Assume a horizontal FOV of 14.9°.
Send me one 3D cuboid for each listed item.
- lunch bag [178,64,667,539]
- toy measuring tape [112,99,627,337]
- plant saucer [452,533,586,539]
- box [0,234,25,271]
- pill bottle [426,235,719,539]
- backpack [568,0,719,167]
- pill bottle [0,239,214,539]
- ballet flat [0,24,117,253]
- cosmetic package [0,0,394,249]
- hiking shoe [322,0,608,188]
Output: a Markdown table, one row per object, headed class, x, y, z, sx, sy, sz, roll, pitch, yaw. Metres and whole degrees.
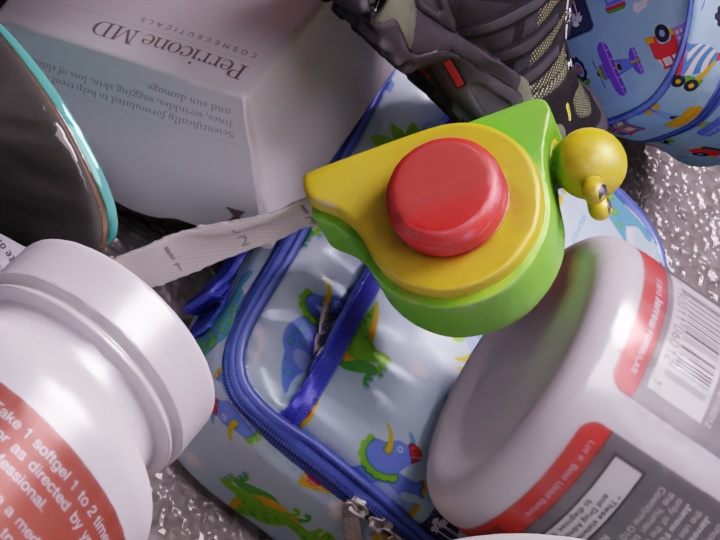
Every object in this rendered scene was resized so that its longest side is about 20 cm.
| class | x | y | z | sx | sy | sz | roll | pitch | yaw |
| --- | --- | --- | --- | --- | --- | --- | --- | --- | --- |
| lunch bag | 0.022 | 0.024 | 1.056 | 0.161 | 0.082 | 0.201 | 39 | 53 | -12 |
| toy measuring tape | 0.000 | 0.000 | 0.951 | 0.199 | 0.074 | 0.074 | -20 | 80 | 6 |
| plant saucer | 0.074 | 0.145 | 0.930 | 0.200 | 0.200 | 0.050 | 37 | 45 | -17 |
| box | -0.202 | -0.017 | 0.941 | 0.156 | 0.041 | 0.200 | 52 | 50 | -5 |
| pill bottle | 0.132 | 0.086 | 0.970 | 0.199 | 0.116 | 0.116 | 34 | 55 | -14 |
| backpack | 0.113 | -0.142 | 1.135 | 0.134 | 0.182 | 0.202 | -6 | 86 | -28 |
| pill bottle | -0.137 | 0.086 | 0.865 | 0.112 | 0.112 | 0.200 | 47 | 59 | -9 |
| ballet flat | -0.158 | -0.079 | 0.937 | 0.068 | 0.068 | 0.201 | -23 | 74 | -29 |
| cosmetic package | -0.039 | -0.112 | 1.039 | 0.112 | 0.081 | 0.200 | 16 | 49 | 20 |
| hiking shoe | 0.056 | -0.100 | 0.981 | 0.076 | 0.101 | 0.200 | 46 | 6 | 32 |
